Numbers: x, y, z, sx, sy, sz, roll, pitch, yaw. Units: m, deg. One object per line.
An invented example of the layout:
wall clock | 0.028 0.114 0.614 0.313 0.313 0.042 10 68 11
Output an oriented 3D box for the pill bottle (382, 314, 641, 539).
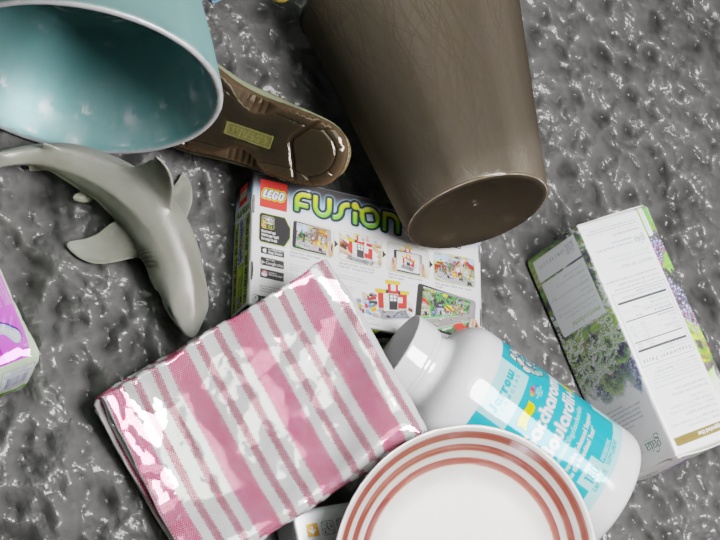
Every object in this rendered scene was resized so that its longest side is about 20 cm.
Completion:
pill bottle | 0.102 0.118 1.308 0.199 0.111 0.111 35 56 -11

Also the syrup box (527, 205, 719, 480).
syrup box | 0.219 0.060 1.417 0.081 0.079 0.202 -16 77 -33

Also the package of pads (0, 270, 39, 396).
package of pads | -0.319 0.007 1.152 0.153 0.068 0.202 -21 79 -34

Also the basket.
basket | 0.064 -0.132 1.358 0.178 0.136 0.202 -17 67 0

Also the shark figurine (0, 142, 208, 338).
shark figurine | -0.179 -0.061 1.250 0.213 0.089 0.129 31 56 -16

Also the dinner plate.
dinner plate | 0.072 0.209 1.237 0.198 0.024 0.203 1 86 -18

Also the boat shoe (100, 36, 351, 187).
boat shoe | -0.101 -0.116 1.332 0.198 0.076 0.072 27 99 1

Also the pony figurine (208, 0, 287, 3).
pony figurine | -0.130 -0.276 1.327 0.193 0.168 0.199 40 17 34

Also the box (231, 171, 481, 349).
box | 0.000 0.000 1.350 0.198 0.035 0.111 12 63 -24

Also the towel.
towel | -0.068 0.101 1.230 0.199 0.030 0.147 -31 84 -12

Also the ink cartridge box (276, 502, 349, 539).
ink cartridge box | 0.009 0.262 1.240 0.094 0.037 0.202 -5 69 -31

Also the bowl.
bowl | -0.189 -0.174 1.221 0.199 0.201 0.106 15 64 -22
